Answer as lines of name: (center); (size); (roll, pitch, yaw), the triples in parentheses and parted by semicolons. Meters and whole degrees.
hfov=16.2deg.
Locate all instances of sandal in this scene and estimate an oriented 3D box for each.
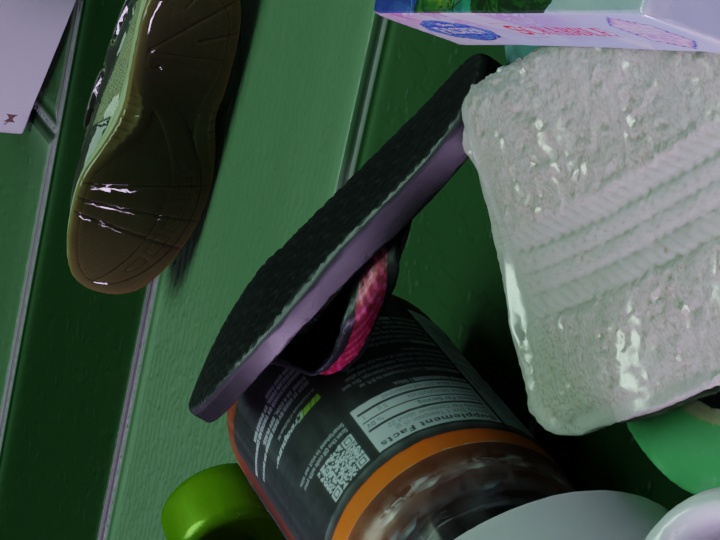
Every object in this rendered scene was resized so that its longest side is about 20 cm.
sandal: (0.000, 0.000, 0.986); (0.200, 0.045, 0.075); (-45, 19, 28)

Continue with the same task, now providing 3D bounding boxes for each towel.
towel: (0.097, -0.024, 0.815); (0.200, 0.034, 0.133); (-30, 70, 59)

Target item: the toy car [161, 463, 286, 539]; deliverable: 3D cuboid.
toy car: (-0.094, 0.211, 1.093); (0.158, 0.199, 0.165); (70, 175, -50)

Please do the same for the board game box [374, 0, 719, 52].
board game box: (0.083, -0.171, 0.804); (0.199, 0.041, 0.201); (12, 87, 67)

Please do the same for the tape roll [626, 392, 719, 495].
tape roll: (0.143, -0.022, 0.840); (0.200, 0.048, 0.202); (-175, 90, -65)

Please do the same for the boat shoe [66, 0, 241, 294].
boat shoe: (-0.114, -0.084, 1.387); (0.066, 0.071, 0.202); (-109, 33, -58)

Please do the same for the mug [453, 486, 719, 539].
mug: (0.101, 0.160, 0.795); (0.176, 0.147, 0.201); (53, 125, 45)

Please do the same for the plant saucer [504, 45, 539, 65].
plant saucer: (0.091, -0.144, 0.928); (0.200, 0.027, 0.201); (-165, 90, -80)

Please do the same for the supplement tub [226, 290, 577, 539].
supplement tub: (0.024, 0.094, 1.009); (0.200, 0.106, 0.108); (-129, 49, -56)

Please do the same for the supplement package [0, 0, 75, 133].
supplement package: (-0.305, -0.219, 1.666); (0.147, 0.190, 0.201); (-59, 37, 42)
